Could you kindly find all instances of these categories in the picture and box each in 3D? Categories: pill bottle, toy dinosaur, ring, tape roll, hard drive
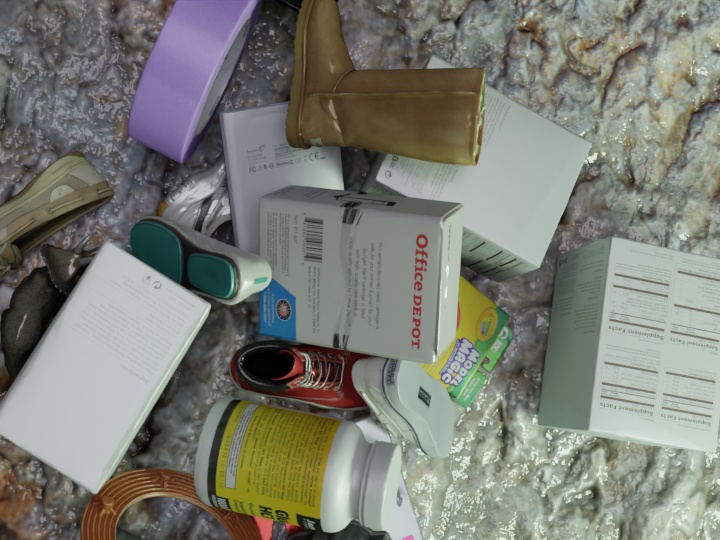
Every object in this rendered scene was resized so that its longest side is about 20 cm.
[{"bbox_3d":[-0.062,0.203,1.034,0.196,0.112,0.115,9,81,13],"label":"pill bottle"},{"bbox_3d":[-0.342,0.047,1.039,0.076,0.102,0.202,30,69,-3],"label":"toy dinosaur"},{"bbox_3d":[-0.183,0.272,1.013,0.197,0.201,0.019,25,117,-7],"label":"ring"},{"bbox_3d":[-0.171,-0.217,1.055,0.065,0.200,0.203,26,80,-5],"label":"tape roll"},{"bbox_3d":[-0.079,-0.079,1.096,0.130,0.025,0.204,-13,108,-25],"label":"hard drive"}]

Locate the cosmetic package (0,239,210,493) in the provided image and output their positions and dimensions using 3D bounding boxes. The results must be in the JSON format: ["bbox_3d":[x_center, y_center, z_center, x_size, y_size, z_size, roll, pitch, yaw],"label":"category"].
[{"bbox_3d":[-0.252,0.096,1.005,0.122,0.199,0.202,30,79,-5],"label":"cosmetic package"}]

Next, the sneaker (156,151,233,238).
[{"bbox_3d":[-0.130,-0.097,1.120,0.199,0.076,0.088,-41,98,-2],"label":"sneaker"}]

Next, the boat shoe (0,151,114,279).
[{"bbox_3d":[-0.354,-0.040,1.070,0.063,0.073,0.201,44,71,2],"label":"boat shoe"}]

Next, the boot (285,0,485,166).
[{"bbox_3d":[0.031,-0.196,1.021,0.196,0.066,0.179,4,85,16],"label":"boot"}]

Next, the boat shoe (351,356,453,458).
[{"bbox_3d":[0.045,0.145,1.081,0.068,0.200,0.072,2,64,26],"label":"boat shoe"}]

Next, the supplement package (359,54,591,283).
[{"bbox_3d":[0.118,-0.105,1.118,0.197,0.151,0.154,27,79,-5],"label":"supplement package"}]

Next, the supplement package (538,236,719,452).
[{"bbox_3d":[0.303,0.085,1.120,0.147,0.152,0.205,10,82,-9],"label":"supplement package"}]

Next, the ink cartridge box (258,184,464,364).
[{"bbox_3d":[0.000,0.000,1.023,0.196,0.084,0.149,8,106,20],"label":"ink cartridge box"}]

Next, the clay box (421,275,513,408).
[{"bbox_3d":[0.080,0.054,1.141,0.199,0.048,0.116,38,79,-8],"label":"clay box"}]

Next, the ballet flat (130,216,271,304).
[{"bbox_3d":[-0.164,-0.010,1.045,0.069,0.198,0.071,-17,116,-40],"label":"ballet flat"}]

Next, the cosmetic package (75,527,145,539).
[{"bbox_3d":[-0.209,0.336,1.034,0.197,0.107,0.092,23,81,-8],"label":"cosmetic package"}]

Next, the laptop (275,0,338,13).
[{"bbox_3d":[-0.085,-0.386,1.138,0.175,0.201,0.104,26,117,-6],"label":"laptop"}]

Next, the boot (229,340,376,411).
[{"bbox_3d":[-0.038,0.110,1.070,0.195,0.144,0.074,5,81,-11],"label":"boot"}]

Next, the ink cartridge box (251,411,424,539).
[{"bbox_3d":[-0.027,0.278,1.105,0.170,0.044,0.204,-18,87,-13],"label":"ink cartridge box"}]

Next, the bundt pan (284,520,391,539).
[{"bbox_3d":[-0.025,0.369,1.047,0.197,0.076,0.207,0,91,9],"label":"bundt pan"}]
